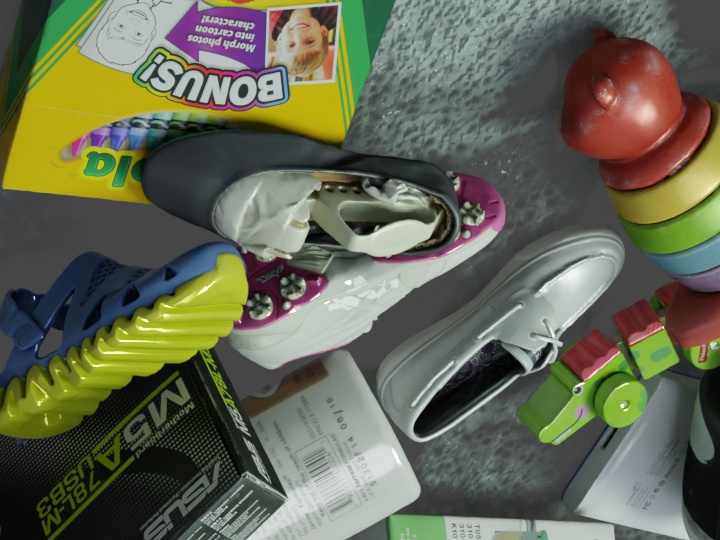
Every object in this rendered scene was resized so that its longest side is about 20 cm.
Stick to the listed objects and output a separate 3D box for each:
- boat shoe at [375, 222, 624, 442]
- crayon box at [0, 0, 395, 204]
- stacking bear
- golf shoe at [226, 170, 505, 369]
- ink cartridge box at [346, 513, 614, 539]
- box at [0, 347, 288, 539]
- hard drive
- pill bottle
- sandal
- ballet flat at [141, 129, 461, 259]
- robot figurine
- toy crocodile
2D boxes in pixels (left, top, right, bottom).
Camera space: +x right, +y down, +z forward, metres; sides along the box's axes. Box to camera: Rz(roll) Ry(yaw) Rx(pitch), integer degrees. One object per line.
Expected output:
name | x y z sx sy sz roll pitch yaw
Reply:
boat shoe | 0.102 0.045 1.253 0.199 0.069 0.072 -31 131 -1
crayon box | -0.095 -0.122 1.050 0.199 0.058 0.173 5 121 -27
stacking bear | 0.201 -0.067 1.195 0.113 0.122 0.200 -24 124 33
golf shoe | 0.000 0.000 1.184 0.199 0.076 0.092 -21 145 -7
ink cartridge box | 0.092 0.257 1.344 0.199 0.147 0.084 5 160 -28
box | -0.155 0.134 1.120 0.200 0.194 0.047 -43 129 10
hard drive | 0.267 0.150 1.433 0.199 0.025 0.132 16 115 -32
pill bottle | -0.071 0.146 1.219 0.199 0.115 0.115 -28 131 -3
sandal | -0.152 0.025 1.084 0.199 0.088 0.079 -27 156 27
ballet flat | -0.026 -0.038 1.063 0.199 0.073 0.073 5 122 -28
robot figurine | 0.300 0.137 1.337 0.149 0.125 0.201 -14 131 -17
toy crocodile | 0.197 0.052 1.304 0.199 0.068 0.062 -34 125 -1
